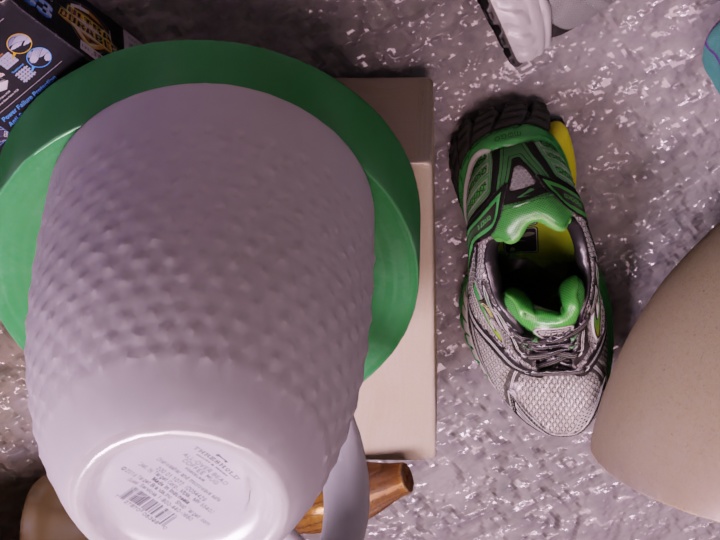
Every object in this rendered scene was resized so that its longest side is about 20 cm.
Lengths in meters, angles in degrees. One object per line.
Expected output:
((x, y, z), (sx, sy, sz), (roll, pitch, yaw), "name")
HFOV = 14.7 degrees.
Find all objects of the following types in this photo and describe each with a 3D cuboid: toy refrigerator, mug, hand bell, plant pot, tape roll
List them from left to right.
((-0.072, -0.014, 1.277), (0.199, 0.048, 0.201), (2, 133, 2), "tape roll")
((-0.055, 0.050, 1.183), (0.147, 0.176, 0.200), (-23, 128, 22), "mug")
((-0.064, 0.132, 1.434), (0.199, 0.105, 0.104), (-16, 134, 21), "hand bell")
((0.000, 0.000, 1.367), (0.075, 0.070, 0.201), (-1, 133, 3), "toy refrigerator")
((0.221, 0.040, 1.369), (0.199, 0.200, 0.135), (5, 104, -12), "plant pot")

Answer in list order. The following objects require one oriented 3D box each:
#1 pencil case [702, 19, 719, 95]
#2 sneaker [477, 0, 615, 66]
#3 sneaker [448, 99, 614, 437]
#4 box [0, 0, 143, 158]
((0.229, -0.035, 1.273), (0.085, 0.201, 0.092), (-32, 149, 21), "pencil case")
((0.065, -0.180, 1.213), (0.079, 0.074, 0.200), (-26, 138, 4), "sneaker")
((0.084, 0.016, 1.380), (0.077, 0.086, 0.201), (-13, 134, 5), "sneaker")
((-0.209, -0.068, 1.288), (0.200, 0.050, 0.198), (-36, 126, 25), "box")
